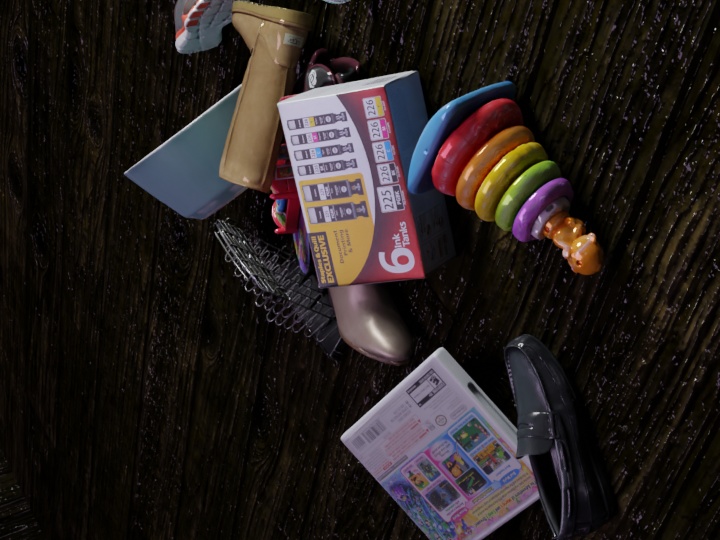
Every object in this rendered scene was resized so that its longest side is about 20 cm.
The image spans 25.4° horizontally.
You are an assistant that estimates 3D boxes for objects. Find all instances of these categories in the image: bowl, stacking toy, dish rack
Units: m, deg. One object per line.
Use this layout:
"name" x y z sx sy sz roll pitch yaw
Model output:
"bowl" -0.180 -0.138 1.960 0.105 0.201 0.200 53 155 -9
"stacking toy" 0.150 -0.069 1.455 0.200 0.109 0.117 45 133 23
"dish rack" -0.097 0.018 1.894 0.055 0.199 0.154 -49 51 12

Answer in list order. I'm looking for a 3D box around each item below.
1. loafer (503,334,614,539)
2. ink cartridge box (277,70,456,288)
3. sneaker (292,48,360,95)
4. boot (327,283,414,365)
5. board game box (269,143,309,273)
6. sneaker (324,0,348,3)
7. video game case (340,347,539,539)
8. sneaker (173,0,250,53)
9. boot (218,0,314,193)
"loafer" 0.181 0.162 1.551 0.068 0.070 0.202 -31 79 63
"ink cartridge box" -0.011 -0.090 1.665 0.174 0.084 0.202 -6 103 31
"sneaker" -0.019 -0.156 1.737 0.201 0.075 0.116 60 148 23
"boot" 0.000 0.000 1.800 0.200 0.070 0.147 39 139 50
"board game box" -0.092 -0.096 1.880 0.158 0.039 0.202 -119 26 -69
"sneaker" -0.027 -0.380 1.633 0.091 0.077 0.202 -18 94 48
"video game case" 0.090 0.197 1.686 0.182 0.024 0.200 47 135 3
"sneaker" -0.195 -0.336 1.965 0.200 0.076 0.083 -36 68 62
"boot" -0.124 -0.200 1.812 0.175 0.066 0.202 -152 76 -67
